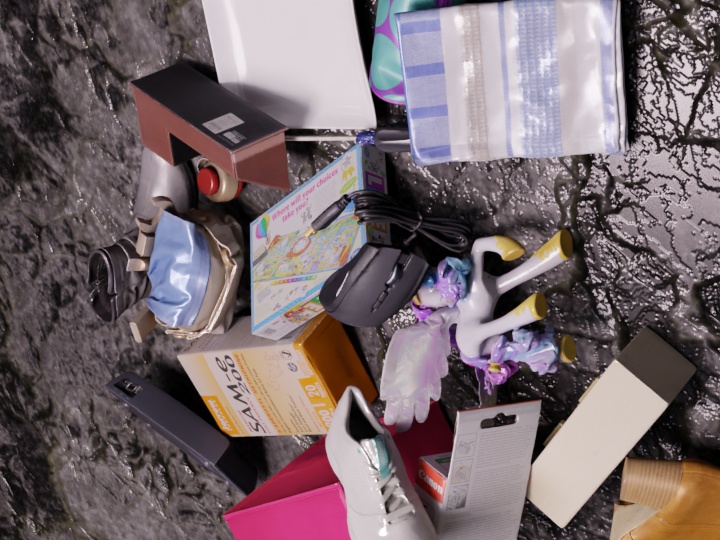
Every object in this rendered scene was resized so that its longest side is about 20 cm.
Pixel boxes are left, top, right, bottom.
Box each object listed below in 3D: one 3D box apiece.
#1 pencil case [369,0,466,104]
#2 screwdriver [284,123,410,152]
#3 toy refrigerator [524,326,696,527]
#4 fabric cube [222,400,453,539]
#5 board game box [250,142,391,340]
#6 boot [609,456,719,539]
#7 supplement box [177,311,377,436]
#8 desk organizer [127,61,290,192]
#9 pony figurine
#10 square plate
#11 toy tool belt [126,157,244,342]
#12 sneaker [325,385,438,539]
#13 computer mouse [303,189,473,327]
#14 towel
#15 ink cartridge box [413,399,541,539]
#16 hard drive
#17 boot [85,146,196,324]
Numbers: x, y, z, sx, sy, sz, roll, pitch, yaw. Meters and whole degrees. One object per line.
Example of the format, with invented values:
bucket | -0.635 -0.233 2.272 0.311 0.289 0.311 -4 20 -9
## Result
pencil case | 0.060 -0.249 1.114 0.093 0.084 0.202 -126 36 -48
screwdriver | -0.017 -0.129 1.239 0.198 0.029 0.028 -1 143 28
toy refrigerator | 0.230 0.151 1.195 0.070 0.076 0.201 40 131 14
fabric cube | 0.012 0.289 1.352 0.195 0.199 0.201 -24 95 43
board game box | -0.045 -0.027 1.292 0.199 0.034 0.136 -32 52 43
boot | 0.313 0.250 1.191 0.142 0.071 0.202 10 140 11
supplement box | -0.096 0.119 1.416 0.198 0.074 0.127 -8 119 40
desk organizer | -0.159 -0.142 1.309 0.199 0.071 0.078 35 140 40
pony figurine | 0.112 0.058 1.209 0.199 0.165 0.196 -12 73 44
square plate | -0.074 -0.242 1.260 0.196 0.028 0.202 4 115 35
toy tool belt | -0.194 -0.022 1.373 0.124 0.122 0.202 23 112 40
sneaker | 0.017 0.197 1.164 0.089 0.074 0.201 98 150 -44
computer mouse | 0.000 0.000 1.158 0.139 0.046 0.200 20 143 -27
towel | 0.133 -0.163 1.086 0.197 0.024 0.148 -2 118 11
ink cartridge box | 0.106 0.215 1.211 0.050 0.108 0.202 30 117 52
hard drive | -0.217 0.200 1.542 0.199 0.042 0.135 29 163 31
boot | -0.256 -0.041 1.432 0.069 0.131 0.202 19 123 30
